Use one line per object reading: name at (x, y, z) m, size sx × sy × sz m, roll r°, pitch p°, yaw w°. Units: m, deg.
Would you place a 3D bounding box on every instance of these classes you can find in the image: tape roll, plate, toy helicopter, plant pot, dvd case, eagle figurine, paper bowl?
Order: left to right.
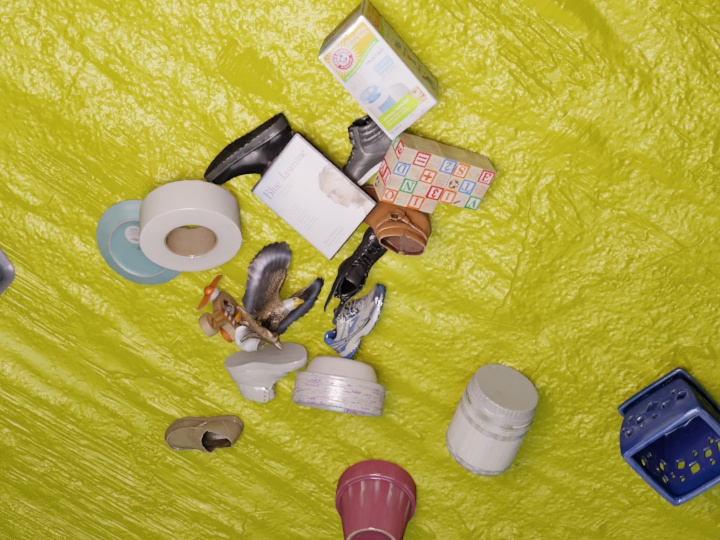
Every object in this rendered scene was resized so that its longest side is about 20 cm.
plate at (-0.451, -0.050, 1.813) m, size 0.195 × 0.026 × 0.204 m, roll 3°, pitch 122°, yaw 4°
tape roll at (-0.329, -0.083, 1.708) m, size 0.198 × 0.072 × 0.204 m, roll -7°, pitch 147°, yaw -5°
toy helicopter at (-0.285, 0.085, 1.784) m, size 0.078 × 0.200 × 0.134 m, roll -29°, pitch 92°, yaw 12°
eagle figurine at (-0.165, 0.066, 1.768) m, size 0.148 × 0.202 × 0.154 m, roll 8°, pitch 133°, yaw 8°
dvd case at (-0.085, -0.136, 1.623) m, size 0.199 × 0.018 × 0.143 m, roll 40°, pitch 105°, yaw -6°
paper bowl at (-0.042, 0.245, 1.876) m, size 0.196 × 0.107 × 0.201 m, roll 9°, pitch 167°, yaw 2°
plant pot at (0.033, 0.579, 2.065) m, size 0.195 × 0.180 × 0.204 m, roll 2°, pitch 122°, yaw 3°
plant pot at (0.666, 0.336, 1.850) m, size 0.199 × 0.181 × 0.199 m, roll 41°, pitch 117°, yaw -18°

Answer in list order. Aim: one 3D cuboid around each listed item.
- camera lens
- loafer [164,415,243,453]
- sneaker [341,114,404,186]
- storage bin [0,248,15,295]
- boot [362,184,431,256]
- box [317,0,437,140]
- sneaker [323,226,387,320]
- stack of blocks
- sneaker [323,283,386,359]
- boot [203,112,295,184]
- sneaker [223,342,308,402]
camera lens at (0.280, 0.325, 1.893) m, size 0.157 × 0.161 × 0.203 m, roll 16°, pitch 122°, yaw -5°
loafer at (-0.370, 0.384, 2.049) m, size 0.196 × 0.068 × 0.077 m, roll -14°, pitch 120°, yaw 14°
sneaker at (-0.010, -0.218, 1.643) m, size 0.199 × 0.071 × 0.099 m, roll -36°, pitch 111°, yaw 18°
storage bin at (-0.844, -0.013, 1.818) m, size 0.132 × 0.147 × 0.202 m, roll -17°, pitch 119°, yaw 27°
boot at (0.038, -0.091, 1.662) m, size 0.195 × 0.156 × 0.075 m, roll 5°, pitch 123°, yaw 2°
box at (0.032, -0.350, 1.534) m, size 0.112 × 0.102 × 0.200 m, roll -35°, pitch 113°, yaw 24°
sneaker at (-0.002, -0.002, 1.751) m, size 0.060 × 0.105 × 0.200 m, roll 34°, pitch 119°, yaw -15°
stack of blocks at (0.136, -0.171, 1.625) m, size 0.196 × 0.059 × 0.116 m, roll 11°, pitch 124°, yaw -24°
sneaker at (-0.016, 0.100, 1.836) m, size 0.084 × 0.077 × 0.201 m, roll 28°, pitch 120°, yaw -7°
boot at (-0.180, -0.181, 1.673) m, size 0.209 × 0.080 × 0.159 m, roll -28°, pitch 115°, yaw 20°
sneaker at (-0.191, 0.228, 1.938) m, size 0.196 × 0.074 × 0.117 m, roll -8°, pitch 124°, yaw 21°
